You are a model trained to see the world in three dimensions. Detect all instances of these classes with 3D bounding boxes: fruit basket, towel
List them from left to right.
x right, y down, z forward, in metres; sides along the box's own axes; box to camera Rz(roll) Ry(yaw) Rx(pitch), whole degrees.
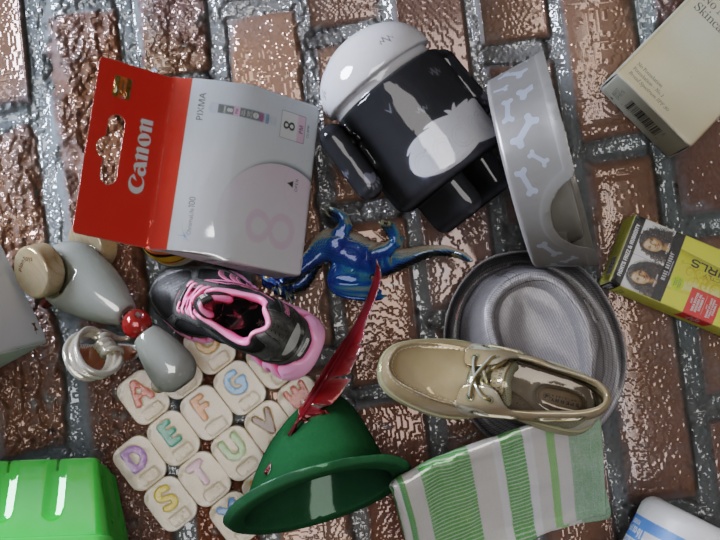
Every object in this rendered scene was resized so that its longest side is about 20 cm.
[{"bbox_3d":[-0.308,0.279,0.974,0.214,0.156,0.217,0,69,-1],"label":"fruit basket"},{"bbox_3d":[0.132,0.210,1.003,0.199,0.023,0.153,-17,127,-3],"label":"towel"}]

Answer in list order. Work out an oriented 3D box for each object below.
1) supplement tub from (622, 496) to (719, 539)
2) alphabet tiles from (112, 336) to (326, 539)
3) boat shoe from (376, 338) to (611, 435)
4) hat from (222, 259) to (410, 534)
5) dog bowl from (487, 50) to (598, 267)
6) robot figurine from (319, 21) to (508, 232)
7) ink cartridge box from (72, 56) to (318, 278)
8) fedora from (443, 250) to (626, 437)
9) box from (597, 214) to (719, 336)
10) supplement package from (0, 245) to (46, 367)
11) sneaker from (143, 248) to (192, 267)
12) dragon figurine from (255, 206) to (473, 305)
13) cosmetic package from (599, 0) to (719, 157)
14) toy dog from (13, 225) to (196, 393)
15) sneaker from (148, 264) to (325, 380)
[{"bbox_3d":[0.279,0.323,0.989,0.132,0.132,0.201,27,85,0],"label":"supplement tub"},{"bbox_3d":[-0.133,0.156,1.043,0.200,0.015,0.196,-37,88,-3],"label":"alphabet tiles"},{"bbox_3d":[0.114,0.095,0.932,0.199,0.065,0.072,13,70,0],"label":"boat shoe"},{"bbox_3d":[-0.050,0.129,1.011,0.199,0.166,0.177,-16,64,-5],"label":"hat"},{"bbox_3d":[0.164,-0.094,0.983,0.058,0.200,0.201,-15,87,11],"label":"dog bowl"},{"bbox_3d":[0.049,-0.135,1.014,0.125,0.150,0.200,-38,89,21],"label":"robot figurine"},{"bbox_3d":[-0.137,-0.090,0.950,0.199,0.057,0.163,14,76,-36],"label":"ink cartridge box"},{"bbox_3d":[0.170,0.076,1.019,0.176,0.090,0.201,-18,88,-3],"label":"fedora"},{"bbox_3d":[0.338,0.019,1.049,0.199,0.050,0.076,24,85,-1],"label":"box"},{"bbox_3d":[-0.409,0.063,0.967,0.199,0.117,0.118,-27,87,11],"label":"supplement package"},{"bbox_3d":[-0.125,-0.080,1.019,0.200,0.090,0.070,-43,89,-3],"label":"sneaker"},{"bbox_3d":[0.000,0.000,1.034,0.199,0.059,0.100,15,86,0],"label":"dragon figurine"},{"bbox_3d":[0.342,-0.218,1.052,0.104,0.073,0.200,44,87,1],"label":"cosmetic package"},{"bbox_3d":[-0.243,0.047,1.002,0.131,0.096,0.200,-4,51,-38],"label":"toy dog"},{"bbox_3d":[-0.128,0.033,0.979,0.199,0.095,0.079,17,81,35],"label":"sneaker"}]
